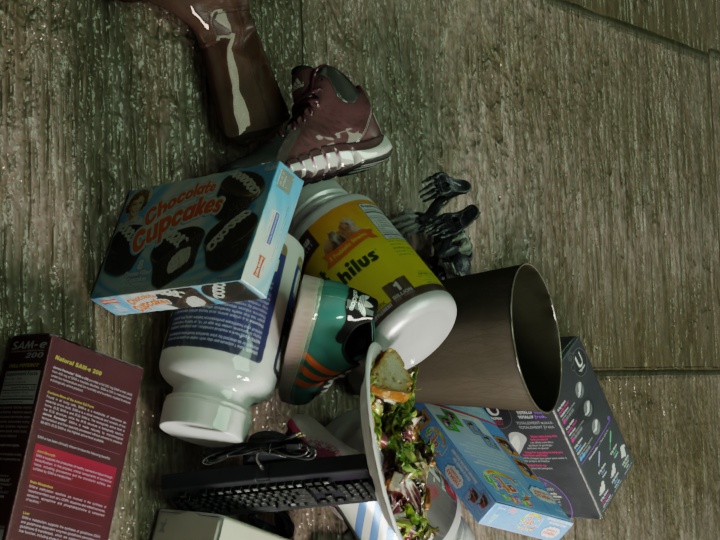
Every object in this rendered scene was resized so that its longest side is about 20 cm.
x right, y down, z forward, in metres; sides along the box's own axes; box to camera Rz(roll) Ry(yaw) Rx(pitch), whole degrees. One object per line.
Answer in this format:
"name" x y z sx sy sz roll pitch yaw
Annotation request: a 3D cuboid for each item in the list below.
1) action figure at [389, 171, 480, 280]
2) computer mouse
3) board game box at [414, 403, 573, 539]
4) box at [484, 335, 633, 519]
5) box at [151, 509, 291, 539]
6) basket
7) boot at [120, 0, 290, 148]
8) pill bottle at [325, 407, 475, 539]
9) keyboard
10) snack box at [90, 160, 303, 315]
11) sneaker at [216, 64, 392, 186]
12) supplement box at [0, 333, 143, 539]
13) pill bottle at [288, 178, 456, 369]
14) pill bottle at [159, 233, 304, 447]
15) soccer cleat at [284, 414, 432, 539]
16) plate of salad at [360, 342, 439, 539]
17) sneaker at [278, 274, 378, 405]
"action figure" 0.081 -0.023 1.607 0.200 0.102 0.119 91 -15 -59
"computer mouse" -0.082 0.203 1.367 0.200 0.058 0.034 95 -2 -56
"board game box" 0.131 0.208 1.585 0.151 0.200 0.037 23 111 -46
"box" 0.229 0.190 1.737 0.106 0.122 0.201 -47 121 -41
"box" -0.101 0.290 1.361 0.200 0.095 0.078 29 67 -42
"basket" 0.093 0.076 1.514 0.181 0.199 0.136 63 33 -42
"boot" -0.150 -0.206 1.393 0.186 0.064 0.201 -28 111 -45
"pill bottle" 0.038 0.245 1.516 0.200 0.110 0.111 51 50 -33
"keyboard" -0.085 0.189 1.295 0.127 0.199 0.021 64 23 -48
"snack box" -0.146 -0.026 1.262 0.037 0.199 0.117 38 58 -39
"sneaker" -0.069 -0.142 1.415 0.199 0.076 0.116 -15 85 -36
"supplement box" -0.259 0.164 1.214 0.109 0.061 0.201 28 66 -45
"pill bottle" 0.000 0.000 1.439 0.109 0.109 0.200 1 42 -49
"pill bottle" -0.125 0.060 1.345 0.111 0.111 0.201 32 62 -43
"soccer cleat" 0.001 0.206 1.389 0.086 0.070 0.201 -33 113 -8
"plate of salad" 0.041 0.162 1.314 0.200 0.048 0.201 -12 90 -80
"sneaker" -0.030 0.077 1.353 0.200 0.080 0.072 105 -2 -59
